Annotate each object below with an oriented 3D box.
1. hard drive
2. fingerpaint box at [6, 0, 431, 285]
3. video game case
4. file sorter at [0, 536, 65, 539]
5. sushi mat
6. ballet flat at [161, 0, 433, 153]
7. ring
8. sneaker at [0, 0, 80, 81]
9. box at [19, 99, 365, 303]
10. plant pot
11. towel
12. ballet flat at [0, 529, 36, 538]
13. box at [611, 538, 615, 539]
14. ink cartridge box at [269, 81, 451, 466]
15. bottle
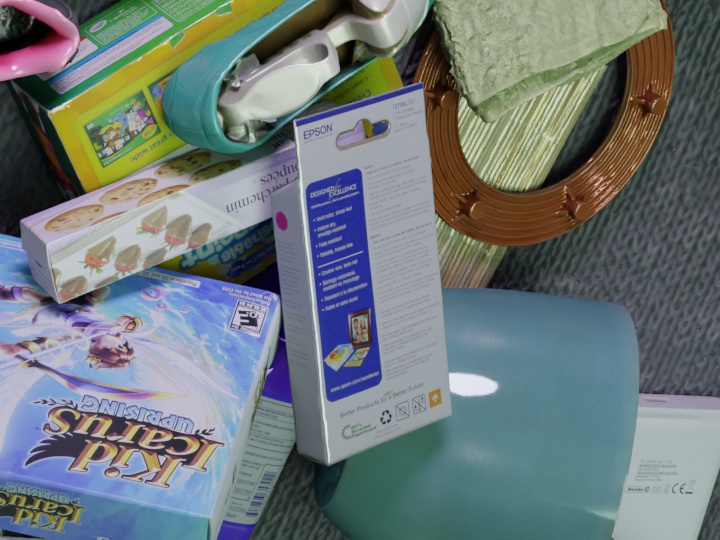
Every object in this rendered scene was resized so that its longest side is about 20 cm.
[{"bbox_3d":[0.177,0.181,1.932,0.131,0.026,0.201,4,111,-34],"label":"hard drive"},{"bbox_3d":[-0.079,-0.087,1.603,0.199,0.073,0.167,-34,126,-14],"label":"fingerpaint box"},{"bbox_3d":[-0.156,0.064,1.506,0.199,0.182,0.046,11,132,4],"label":"video game case"},{"bbox_3d":[-0.218,0.148,1.539,0.198,0.125,0.139,4,137,-5],"label":"file sorter"},{"bbox_3d":[0.078,-0.060,1.758,0.095,0.012,0.201,22,100,-37],"label":"sushi mat"},{"bbox_3d":[-0.016,-0.125,1.534,0.200,0.070,0.068,-36,126,-13],"label":"ballet flat"},{"bbox_3d":[0.117,-0.106,1.740,0.199,0.019,0.202,-16,120,-28],"label":"ring"},{"bbox_3d":[-0.237,-0.123,1.471,0.199,0.095,0.080,-11,120,-27],"label":"sneaker"},{"bbox_3d":[-0.090,-0.040,1.547,0.199,0.041,0.039,-22,123,-21],"label":"box"},{"bbox_3d":[0.062,0.100,1.715,0.160,0.201,0.202,13,107,-11],"label":"plant pot"},{"bbox_3d":[0.093,-0.202,1.657,0.148,0.036,0.201,-27,109,-17],"label":"towel"},{"bbox_3d":[-0.185,0.136,1.654,0.071,0.072,0.201,-11,118,-28],"label":"ballet flat"},{"bbox_3d":[0.136,0.272,1.867,0.184,0.105,0.200,-45,119,3],"label":"box"},{"bbox_3d":[0.000,0.000,1.561,0.094,0.037,0.201,-19,115,-36],"label":"ink cartridge box"},{"bbox_3d":[-0.068,0.070,1.693,0.083,0.065,0.201,17,103,-38],"label":"bottle"}]
